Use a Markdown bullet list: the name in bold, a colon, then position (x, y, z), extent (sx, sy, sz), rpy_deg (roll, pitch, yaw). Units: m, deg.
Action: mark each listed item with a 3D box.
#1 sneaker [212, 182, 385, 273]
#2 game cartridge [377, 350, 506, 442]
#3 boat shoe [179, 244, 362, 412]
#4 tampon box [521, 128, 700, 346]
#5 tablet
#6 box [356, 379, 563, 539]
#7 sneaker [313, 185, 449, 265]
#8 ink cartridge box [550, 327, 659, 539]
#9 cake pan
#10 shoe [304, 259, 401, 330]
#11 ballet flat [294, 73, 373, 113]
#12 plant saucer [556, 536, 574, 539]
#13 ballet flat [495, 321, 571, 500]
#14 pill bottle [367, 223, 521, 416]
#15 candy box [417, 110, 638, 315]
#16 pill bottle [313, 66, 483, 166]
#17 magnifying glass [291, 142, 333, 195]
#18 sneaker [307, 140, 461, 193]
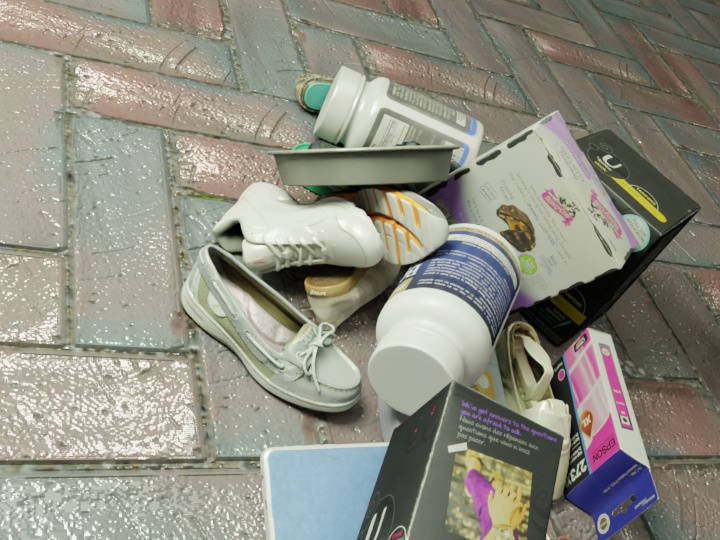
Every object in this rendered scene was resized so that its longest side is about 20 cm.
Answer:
- **sneaker**: position (-0.068, -0.026, 0.811), extent (0.200, 0.078, 0.099), rpy_deg (13, 44, 37)
- **game cartridge**: position (0.083, 0.135, 0.793), extent (0.133, 0.042, 0.200), rpy_deg (19, 41, -21)
- **boat shoe**: position (-0.080, 0.056, 0.751), extent (0.202, 0.065, 0.074), rpy_deg (39, 40, 10)
- **tampon box**: position (0.268, -0.039, 0.961), extent (0.150, 0.200, 0.126), rpy_deg (46, 42, 19)
- **tablet**: position (0.018, 0.207, 0.664), extent (0.200, 0.014, 0.130), rpy_deg (4, 62, -25)
- **box**: position (0.063, 0.206, 0.602), extent (0.106, 0.122, 0.200), rpy_deg (28, 54, -7)
- **sneaker**: position (0.029, -0.059, 0.835), extent (0.077, 0.078, 0.200), rpy_deg (-19, 21, -31)
- **ink cartridge box**: position (0.237, 0.163, 0.811), extent (0.037, 0.095, 0.200), rpy_deg (16, 42, -17)
- **cake pan**: position (0.003, -0.110, 0.834), extent (0.200, 0.037, 0.200), rpy_deg (-1, 8, 0)
- **shoe**: position (0.000, 0.000, 0.877), extent (0.070, 0.053, 0.200), rpy_deg (1, 24, 30)
- **ballet flat**: position (0.001, -0.243, 1.124), extent (0.200, 0.068, 0.075), rpy_deg (8, 28, -22)
- **plant saucer**: position (0.247, 0.348, 0.670), extent (0.200, 0.037, 0.200), rpy_deg (22, 40, -9)
- **ballet flat**: position (0.180, 0.135, 0.828), extent (0.069, 0.069, 0.200), rpy_deg (12, 43, -21)
- **pill bottle**: position (0.081, 0.046, 0.771), extent (0.111, 0.111, 0.200), rpy_deg (33, 39, 3)
- **candy box**: position (0.166, -0.049, 0.872), extent (0.168, 0.200, 0.072), rpy_deg (58, 42, -5)
- **pill bottle**: position (0.048, -0.180, 1.041), extent (0.200, 0.114, 0.114), rpy_deg (23, 40, -10)
- **magnifying glass**: position (-0.003, -0.095, 0.993), extent (0.200, 0.022, 0.080), rpy_deg (36, 39, 5)
- **sneaker**: position (0.033, -0.126, 0.970), extent (0.200, 0.081, 0.074), rpy_deg (14, 40, -19)
